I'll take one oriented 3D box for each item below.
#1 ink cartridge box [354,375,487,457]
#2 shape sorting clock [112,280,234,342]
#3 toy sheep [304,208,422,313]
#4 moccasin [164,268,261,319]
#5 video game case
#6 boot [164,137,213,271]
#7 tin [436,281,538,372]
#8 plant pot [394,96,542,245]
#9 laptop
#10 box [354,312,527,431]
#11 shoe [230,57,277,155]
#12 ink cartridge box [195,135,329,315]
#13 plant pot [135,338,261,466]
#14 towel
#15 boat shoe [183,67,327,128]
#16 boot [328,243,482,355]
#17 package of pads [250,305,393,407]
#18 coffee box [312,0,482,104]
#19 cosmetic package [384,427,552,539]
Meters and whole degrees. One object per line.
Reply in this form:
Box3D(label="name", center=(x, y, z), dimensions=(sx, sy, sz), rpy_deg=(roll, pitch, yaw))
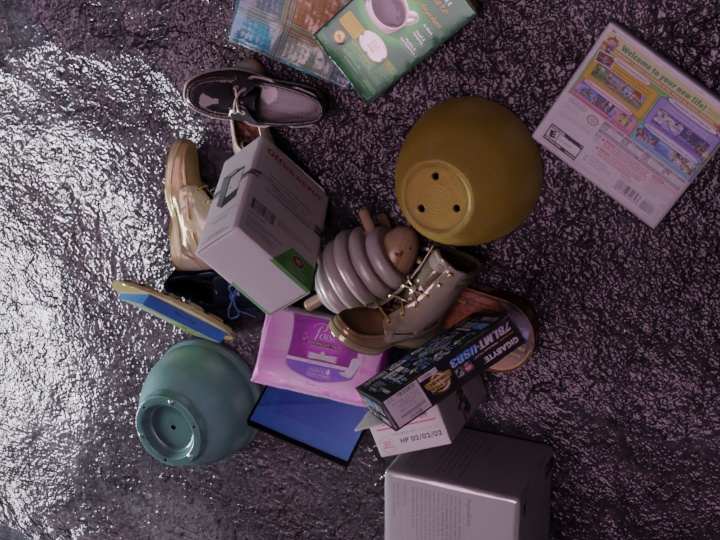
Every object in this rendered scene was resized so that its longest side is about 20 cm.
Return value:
Box3D(label="ink cartridge box", center=(0.086, 0.196, 1.683), dimensions=(0.114, 0.200, 0.068), rpy_deg=(-17, 102, 30))
Box3D(label="shape sorting clock", center=(-0.281, 0.058, 1.831), dimensions=(0.199, 0.200, 0.039), rpy_deg=(22, 81, 16))
Box3D(label="toy sheep", center=(0.000, 0.000, 1.694), dimensions=(0.199, 0.138, 0.138), rpy_deg=(-33, 93, 28))
Box3D(label="moccasin", center=(-0.206, 0.036, 1.837), dimensions=(0.198, 0.068, 0.081), rpy_deg=(2, 110, 25))
Box3D(label="video game case", center=(0.344, -0.182, 1.521), dimensions=(0.200, 0.022, 0.183), rpy_deg=(38, 121, 9))
Box3D(label="boot", center=(-0.207, -0.094, 1.788), dimensions=(0.154, 0.073, 0.202), rpy_deg=(3, 103, 19))
Box3D(label="tin", center=(0.153, 0.072, 1.699), dimensions=(0.199, 0.042, 0.113), rpy_deg=(19, 112, 18))
Box3D(label="plant pot", center=(0.123, -0.114, 1.581), dimensions=(0.199, 0.142, 0.202), rpy_deg=(9, 112, 22))
Box3D(label="laptop", center=(-0.059, 0.154, 1.793), dimensions=(0.176, 0.103, 0.201), rpy_deg=(20, 117, 17))
Box3D(label="box", center=(0.099, 0.124, 1.564), dimensions=(0.198, 0.200, 0.050), rpy_deg=(-31, 94, -8))
Box3D(label="shoe", center=(-0.161, -0.200, 1.734), dimensions=(0.069, 0.053, 0.202), rpy_deg=(2, 110, 25))
Box3D(label="ink cartridge box", center=(-0.129, -0.064, 1.666), dimensions=(0.084, 0.201, 0.146), rpy_deg=(-30, 121, 31))
Box3D(label="plant pot", center=(-0.269, 0.224, 1.902), dimensions=(0.199, 0.134, 0.202), rpy_deg=(9, 112, 22))
Box3D(label="towel", center=(-0.083, -0.349, 1.659), dimensions=(0.199, 0.022, 0.148), rpy_deg=(25, 119, 15))
Box3D(label="boat shoe", center=(-0.144, -0.232, 1.662), dimensions=(0.198, 0.060, 0.074), rpy_deg=(10, 105, -8))
Box3D(label="boot", center=(0.061, 0.036, 1.603), dimensions=(0.072, 0.199, 0.155), rpy_deg=(54, 124, 29))
Box3D(label="package of pads", center=(-0.052, 0.122, 1.749), dimensions=(0.198, 0.076, 0.122), rpy_deg=(10, 88, 17))
Box3D(label="coffee box", center=(0.048, -0.325, 1.582), dimensions=(0.200, 0.044, 0.123), rpy_deg=(-38, 96, 28))
Box3D(label="cosmetic package", center=(0.155, 0.336, 1.725), dimensions=(0.199, 0.165, 0.166), rpy_deg=(9, 113, 23))
